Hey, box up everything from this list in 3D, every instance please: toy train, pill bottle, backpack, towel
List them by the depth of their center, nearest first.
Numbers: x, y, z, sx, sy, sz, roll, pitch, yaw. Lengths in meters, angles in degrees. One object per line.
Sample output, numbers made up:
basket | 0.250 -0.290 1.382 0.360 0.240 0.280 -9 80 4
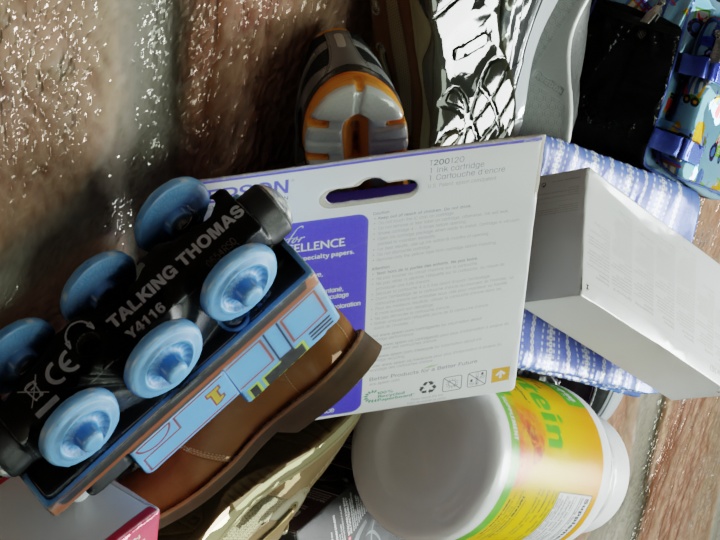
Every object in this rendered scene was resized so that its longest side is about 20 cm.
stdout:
toy train | -0.106 0.041 1.212 0.200 0.087 0.114 -43 148 -7
pill bottle | 0.091 0.122 1.514 0.199 0.111 0.112 14 101 -56
towel | 0.153 0.002 1.519 0.199 0.024 0.146 14 90 -52
backpack | 0.220 -0.163 1.645 0.202 0.134 0.182 -69 158 0

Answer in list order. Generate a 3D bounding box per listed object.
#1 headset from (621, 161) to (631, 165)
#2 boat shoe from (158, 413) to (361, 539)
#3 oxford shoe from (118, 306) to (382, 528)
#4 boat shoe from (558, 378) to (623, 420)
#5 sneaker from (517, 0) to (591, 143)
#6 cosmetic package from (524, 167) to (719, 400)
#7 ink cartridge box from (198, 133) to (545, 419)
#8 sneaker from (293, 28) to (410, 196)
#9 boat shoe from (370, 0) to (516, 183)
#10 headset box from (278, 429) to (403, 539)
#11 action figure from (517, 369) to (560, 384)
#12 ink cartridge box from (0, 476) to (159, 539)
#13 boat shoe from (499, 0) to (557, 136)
headset | 0.142 -0.020 1.555 0.199 0.094 0.125 20 80 -37
boat shoe | -0.073 0.133 1.423 0.200 0.071 0.065 -39 138 -26
oxford shoe | -0.080 0.077 1.325 0.200 0.071 0.071 -41 -169 23
boat shoe | 0.172 0.034 1.828 0.056 0.068 0.202 -18 124 -47
sneaker | 0.114 -0.163 1.529 0.099 0.070 0.202 -73 169 -87
cosmetic package | 0.167 0.012 1.476 0.200 0.050 0.083 31 56 -49
ink cartridge box | 0.000 0.000 1.339 0.196 0.044 0.201 -8 135 -12
sneaker | -0.004 -0.053 1.376 0.078 0.078 0.201 -5 137 -9
boat shoe | 0.041 -0.119 1.385 0.075 0.074 0.202 -25 127 -37
headset box | -0.017 0.185 1.539 0.200 0.077 0.150 -36 128 -45
action figure | 0.120 0.039 1.660 0.200 0.102 0.119 -37 -171 -16
ink cartridge box | -0.186 0.219 1.264 0.145 0.084 0.201 -36 143 -45
boat shoe | 0.070 -0.136 1.441 0.068 0.074 0.200 -11 138 -42
